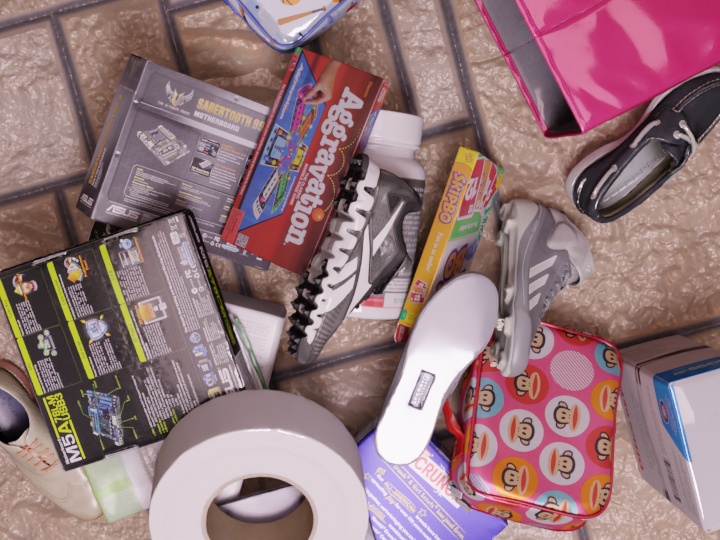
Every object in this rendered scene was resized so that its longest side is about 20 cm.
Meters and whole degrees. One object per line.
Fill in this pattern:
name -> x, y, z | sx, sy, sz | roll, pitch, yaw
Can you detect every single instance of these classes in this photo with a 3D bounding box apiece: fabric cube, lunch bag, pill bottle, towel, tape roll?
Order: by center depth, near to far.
tape roll -> -0.094, 0.213, 1.133 | 0.202, 0.071, 0.203 | -2, 115, -5
fabric cube -> 0.233, -0.258, 1.157 | 0.199, 0.196, 0.200 | -28, 95, 2
towel -> -0.183, 0.146, 1.187 | 0.200, 0.031, 0.150 | -23, 94, 2
lunch bag -> -0.088, -0.323, 1.207 | 0.160, 0.076, 0.200 | -40, 96, 5
pill bottle -> 0.004, -0.058, 1.213 | 0.114, 0.114, 0.201 | 7, 95, -2
lunch bag -> 0.164, 0.148, 1.218 | 0.176, 0.082, 0.200 | 14, 66, -4

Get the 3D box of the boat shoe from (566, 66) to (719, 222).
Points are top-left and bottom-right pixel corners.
boat shoe -> 0.300, -0.121, 1.224 | 0.200, 0.060, 0.076 | -43, 123, 8

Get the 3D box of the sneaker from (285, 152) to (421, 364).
sneaker -> 0.000, 0.000, 1.126 | 0.090, 0.066, 0.200 | 21, 93, -19

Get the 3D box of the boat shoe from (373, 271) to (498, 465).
boat shoe -> 0.070, 0.090, 1.180 | 0.071, 0.070, 0.200 | 23, 95, -4

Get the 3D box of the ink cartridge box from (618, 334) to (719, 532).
ink cartridge box -> 0.323, 0.151, 1.198 | 0.084, 0.200, 0.146 | -16, 96, -2

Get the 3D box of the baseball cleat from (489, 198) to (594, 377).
baseball cleat -> 0.181, 0.016, 1.210 | 0.106, 0.070, 0.200 | 11, 62, -8

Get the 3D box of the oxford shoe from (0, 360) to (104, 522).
oxford shoe -> -0.332, 0.184, 1.250 | 0.071, 0.074, 0.200 | -41, 95, 3

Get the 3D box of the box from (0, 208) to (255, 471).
box -> -0.218, 0.065, 1.144 | 0.193, 0.048, 0.200 | -18, 98, 6

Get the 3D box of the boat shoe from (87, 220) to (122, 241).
boat shoe -> -0.231, -0.055, 1.235 | 0.075, 0.060, 0.200 | 20, 95, -3

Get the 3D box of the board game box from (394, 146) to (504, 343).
board game box -> 0.089, -0.018, 1.222 | 0.030, 0.096, 0.200 | 23, 92, 22

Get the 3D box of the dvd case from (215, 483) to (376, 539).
dvd case -> -0.082, 0.289, 1.215 | 0.199, 0.016, 0.149 | -15, 101, 3

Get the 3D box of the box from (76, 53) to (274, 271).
box -> -0.156, -0.101, 1.194 | 0.200, 0.048, 0.159 | 17, 96, -33

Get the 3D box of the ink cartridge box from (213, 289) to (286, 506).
ink cartridge box -> -0.169, 0.119, 1.241 | 0.146, 0.086, 0.201 | 15, 97, -2

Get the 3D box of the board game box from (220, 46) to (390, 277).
board game box -> -0.054, -0.103, 1.166 | 0.103, 0.019, 0.200 | 24, 94, 24

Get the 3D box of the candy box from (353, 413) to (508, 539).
candy box -> 0.023, 0.260, 1.263 | 0.200, 0.077, 0.169 | -42, 95, 5
